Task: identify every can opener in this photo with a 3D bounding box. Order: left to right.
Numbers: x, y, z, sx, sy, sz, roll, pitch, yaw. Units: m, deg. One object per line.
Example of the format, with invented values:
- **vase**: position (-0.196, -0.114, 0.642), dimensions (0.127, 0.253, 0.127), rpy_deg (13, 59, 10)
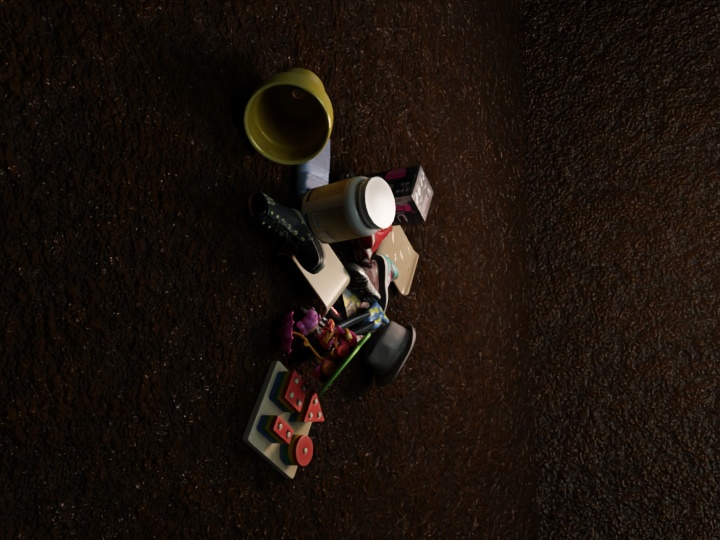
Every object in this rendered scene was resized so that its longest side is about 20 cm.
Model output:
- **can opener**: position (-0.099, 0.149, 1.685), dimensions (0.067, 0.053, 0.200), rpy_deg (-54, 141, -1)
- **can opener**: position (-0.050, 0.157, 1.657), dimensions (0.199, 0.079, 0.064), rpy_deg (-30, 95, -23)

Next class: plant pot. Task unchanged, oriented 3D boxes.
- **plant pot**: position (-0.158, -0.379, 1.531), dimensions (0.189, 0.200, 0.201), rpy_deg (-83, 152, -53)

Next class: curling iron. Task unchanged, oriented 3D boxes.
- **curling iron**: position (-0.065, 0.108, 1.730), dimensions (0.201, 0.025, 0.050), rpy_deg (56, 35, -24)

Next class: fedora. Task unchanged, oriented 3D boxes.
- **fedora**: position (0.072, 0.225, 1.890), dimensions (0.090, 0.177, 0.201), rpy_deg (36, 76, -13)

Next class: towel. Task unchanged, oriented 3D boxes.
- **towel**: position (-0.127, -0.258, 1.691), dimensions (0.111, 0.048, 0.202), rpy_deg (20, 69, -54)

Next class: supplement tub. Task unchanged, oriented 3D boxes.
- **supplement tub**: position (-0.030, -0.148, 1.592), dimensions (0.144, 0.199, 0.146), rpy_deg (13, 73, -51)

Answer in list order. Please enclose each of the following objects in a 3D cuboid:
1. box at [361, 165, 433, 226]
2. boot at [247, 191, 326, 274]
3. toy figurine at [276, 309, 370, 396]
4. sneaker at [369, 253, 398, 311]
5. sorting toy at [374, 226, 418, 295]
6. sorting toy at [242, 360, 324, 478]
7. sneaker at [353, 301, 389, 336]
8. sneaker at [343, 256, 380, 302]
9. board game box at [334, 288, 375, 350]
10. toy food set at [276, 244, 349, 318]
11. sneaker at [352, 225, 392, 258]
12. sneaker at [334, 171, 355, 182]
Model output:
- **box**: position (0.096, -0.210, 1.924), dimensions (0.115, 0.199, 0.133), rpy_deg (55, 41, -40)
- **boot**: position (-0.171, -0.087, 1.499), dimensions (0.153, 0.073, 0.204), rpy_deg (28, 25, -52)
- **toy figurine**: position (-0.102, 0.161, 1.544), dimensions (0.184, 0.150, 0.200), rpy_deg (41, 58, 4)
- **sneaker**: position (0.060, 0.046, 1.947), dimensions (0.121, 0.083, 0.202), rpy_deg (-20, 117, -67)
- **sorting toy**: position (0.113, -0.048, 2.105), dimensions (0.200, 0.036, 0.186), rpy_deg (53, 42, -37)
- **sorting toy**: position (-0.159, 0.345, 1.510), dimensions (0.199, 0.069, 0.201), rpy_deg (56, 40, -41)
- **sneaker**: position (0.024, 0.138, 1.807), dimensions (0.071, 0.082, 0.200), rpy_deg (57, 14, 4)
- **sneaker**: position (0.000, 0.000, 1.794), dimensions (0.200, 0.075, 0.116), rpy_deg (55, 34, -57)
- **board game box**: position (-0.020, 0.108, 1.834), dimensions (0.135, 0.034, 0.201), rpy_deg (-29, 110, -59)
- **toy food set**: position (-0.117, 0.000, 1.640), dimensions (0.201, 0.060, 0.144), rpy_deg (55, 38, -15)
- **sneaker**: position (0.034, -0.114, 1.819), dimensions (0.116, 0.078, 0.200), rpy_deg (-51, 173, -16)
- **sneaker**: position (-0.030, -0.202, 1.783), dimensions (0.111, 0.077, 0.200), rpy_deg (38, 32, -14)
